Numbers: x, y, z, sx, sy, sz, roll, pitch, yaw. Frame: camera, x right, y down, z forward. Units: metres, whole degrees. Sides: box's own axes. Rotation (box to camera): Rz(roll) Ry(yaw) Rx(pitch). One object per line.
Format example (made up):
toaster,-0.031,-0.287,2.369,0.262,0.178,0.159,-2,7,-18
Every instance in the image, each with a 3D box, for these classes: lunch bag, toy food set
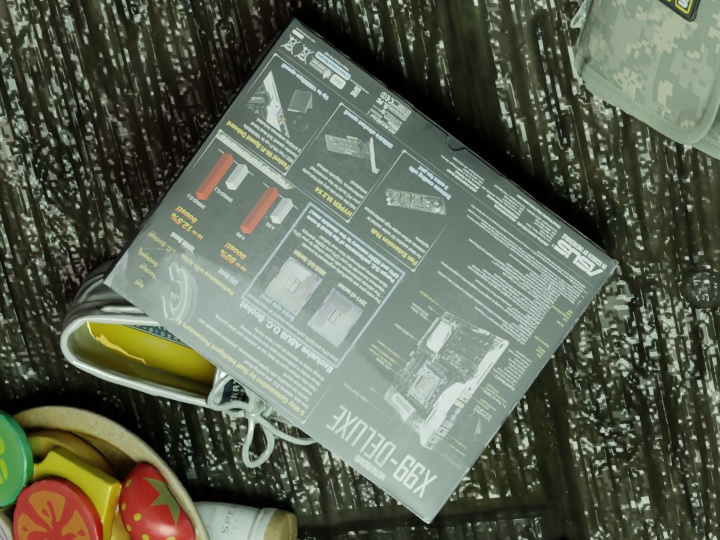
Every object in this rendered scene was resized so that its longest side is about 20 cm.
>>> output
lunch bag,0.198,-0.130,1.340,0.199,0.118,0.165,20,118,11
toy food set,-0.154,0.169,1.592,0.197,0.049,0.201,26,116,30

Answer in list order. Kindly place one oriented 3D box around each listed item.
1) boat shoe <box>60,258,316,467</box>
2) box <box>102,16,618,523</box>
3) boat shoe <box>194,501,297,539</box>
boat shoe,-0.057,0.052,1.520,0.201,0.086,0.075,18,120,6
box,0.000,0.000,1.457,0.200,0.050,0.158,36,90,-5
boat shoe,-0.084,0.212,1.624,0.069,0.071,0.201,14,110,8
